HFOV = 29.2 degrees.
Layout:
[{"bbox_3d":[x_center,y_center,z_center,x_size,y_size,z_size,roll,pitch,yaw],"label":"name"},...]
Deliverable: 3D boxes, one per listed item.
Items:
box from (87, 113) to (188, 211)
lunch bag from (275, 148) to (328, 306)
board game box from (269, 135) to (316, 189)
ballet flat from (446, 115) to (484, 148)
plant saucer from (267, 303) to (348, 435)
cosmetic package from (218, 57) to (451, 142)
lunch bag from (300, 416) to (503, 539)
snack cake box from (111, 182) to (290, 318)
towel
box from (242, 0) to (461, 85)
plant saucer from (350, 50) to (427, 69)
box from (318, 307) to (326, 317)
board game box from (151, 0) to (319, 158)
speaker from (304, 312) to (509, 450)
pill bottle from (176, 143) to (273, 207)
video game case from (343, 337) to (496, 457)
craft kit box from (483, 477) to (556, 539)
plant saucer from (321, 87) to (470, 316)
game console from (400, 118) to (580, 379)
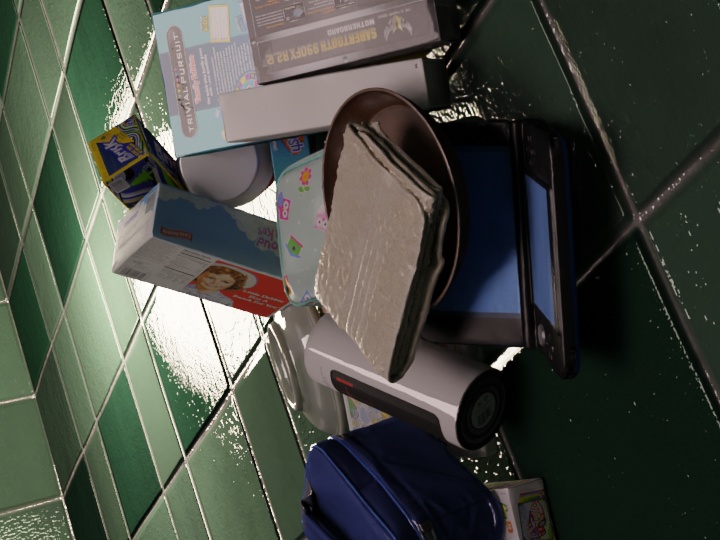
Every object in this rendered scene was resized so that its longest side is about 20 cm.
[{"bbox_3d":[-0.225,-0.086,1.561,0.070,0.064,0.200,63,-174,36],"label":"box"},{"bbox_3d":[0.006,-0.053,1.333,0.199,0.077,0.161,-17,75,43],"label":"lunch bag"},{"bbox_3d":[-0.076,-0.165,1.494,0.152,0.045,0.201,-89,-8,-84],"label":"board game box"},{"bbox_3d":[0.093,-0.037,1.245,0.067,0.063,0.201,19,118,63],"label":"ballet flat"},{"bbox_3d":[-0.069,0.106,1.607,0.200,0.050,0.201,162,90,-79],"label":"plant saucer"},{"bbox_3d":[-0.023,-0.157,1.279,0.083,0.199,0.051,-18,-79,-70],"label":"cosmetic package"},{"bbox_3d":[0.023,0.235,1.309,0.200,0.132,0.136,41,136,42],"label":"lunch bag"},{"bbox_3d":[-0.158,-0.018,1.515,0.115,0.199,0.068,-34,45,51],"label":"snack cake box"},{"bbox_3d":[0.016,-0.018,1.181,0.133,0.034,0.201,49,139,37],"label":"towel"},{"bbox_3d":[-0.016,-0.268,1.273,0.199,0.048,0.159,-10,93,29],"label":"box"},{"bbox_3d":[-0.002,-0.234,1.382,0.200,0.048,0.201,43,138,50],"label":"plant saucer"},{"bbox_3d":[0.000,0.000,1.477,0.117,0.048,0.201,41,133,52],"label":"box"},{"bbox_3d":[-0.109,-0.204,1.391,0.199,0.047,0.152,-6,95,32],"label":"board game box"},{"bbox_3d":[0.041,0.100,1.316,0.199,0.081,0.082,21,121,39],"label":"speaker"},{"bbox_3d":[-0.148,-0.130,1.567,0.200,0.112,0.113,-77,-21,-81],"label":"pill bottle"},{"bbox_3d":[0.044,0.089,1.380,0.181,0.023,0.201,-10,91,45],"label":"video game case"},{"bbox_3d":[0.134,0.305,1.331,0.200,0.048,0.199,-26,74,64],"label":"craft kit box"},{"bbox_3d":[0.034,-0.060,1.197,0.200,0.034,0.201,24,120,51],"label":"plant saucer"},{"bbox_3d":[0.105,-0.019,1.151,0.171,0.118,0.201,-108,12,-77],"label":"game console"}]
